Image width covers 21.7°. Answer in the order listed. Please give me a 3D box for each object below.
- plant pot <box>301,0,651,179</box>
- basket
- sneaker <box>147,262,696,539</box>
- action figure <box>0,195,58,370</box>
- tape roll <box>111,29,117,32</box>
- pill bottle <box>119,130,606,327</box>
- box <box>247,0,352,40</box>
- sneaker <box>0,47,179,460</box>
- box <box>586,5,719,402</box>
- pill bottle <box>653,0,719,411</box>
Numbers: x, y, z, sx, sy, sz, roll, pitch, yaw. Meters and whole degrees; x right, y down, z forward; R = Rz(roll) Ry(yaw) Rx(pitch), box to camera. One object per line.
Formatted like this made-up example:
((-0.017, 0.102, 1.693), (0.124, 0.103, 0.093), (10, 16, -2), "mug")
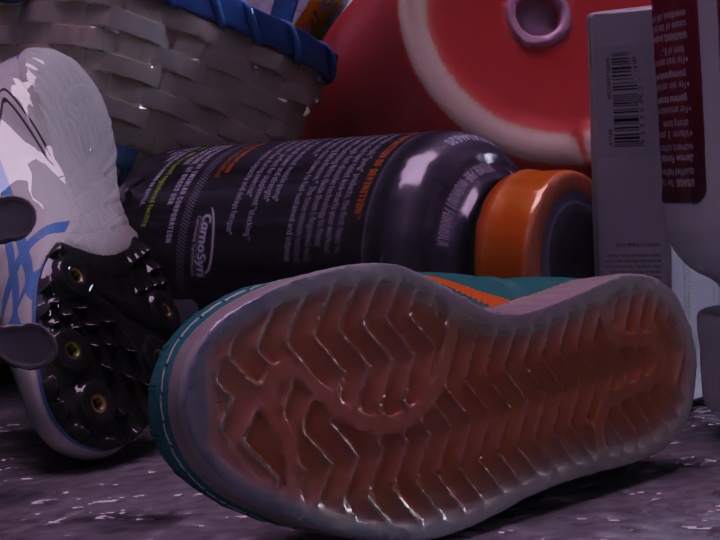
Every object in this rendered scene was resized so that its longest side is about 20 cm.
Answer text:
((0.069, -0.087, 0.910), (0.199, 0.202, 0.177), (-4, -17, -11), "plant pot")
((-0.096, -0.119, 0.852), (0.138, 0.202, 0.176), (10, -9, 43), "basket")
((0.008, 0.035, 0.520), (0.080, 0.072, 0.199), (-7, -4, 43), "sneaker")
((-0.162, 0.023, 0.663), (0.054, 0.119, 0.200), (-4, -8, -30), "action figure")
((-0.191, -0.117, 1.014), (0.201, 0.204, 0.071), (-3, -1, 5), "tape roll")
((0.000, 0.000, 0.736), (0.199, 0.107, 0.106), (-1, 4, 37), "pill bottle")
((-0.038, -0.129, 1.011), (0.048, 0.201, 0.117), (29, -9, 13), "box")
((-0.118, -0.002, 0.702), (0.072, 0.201, 0.072), (-40, -48, 20), "sneaker")
((0.154, -0.030, 0.749), (0.036, 0.146, 0.199), (1, 5, 37), "box")
((0.152, -0.058, 0.611), (0.109, 0.202, 0.110), (-4, 4, 0), "pill bottle")
